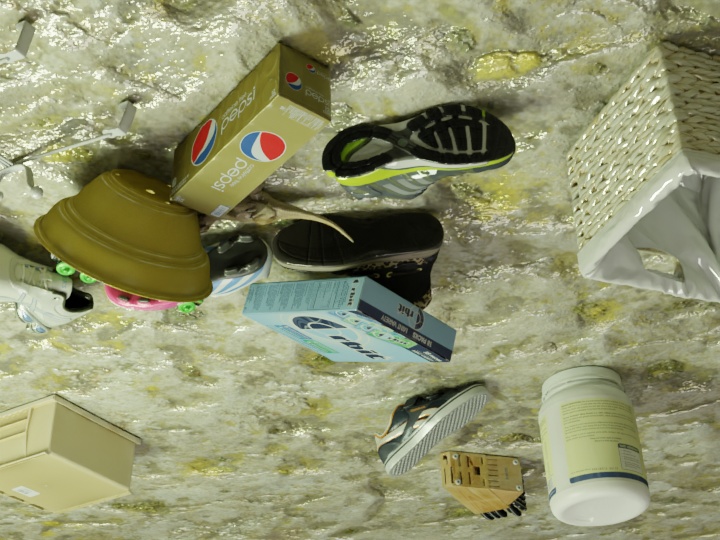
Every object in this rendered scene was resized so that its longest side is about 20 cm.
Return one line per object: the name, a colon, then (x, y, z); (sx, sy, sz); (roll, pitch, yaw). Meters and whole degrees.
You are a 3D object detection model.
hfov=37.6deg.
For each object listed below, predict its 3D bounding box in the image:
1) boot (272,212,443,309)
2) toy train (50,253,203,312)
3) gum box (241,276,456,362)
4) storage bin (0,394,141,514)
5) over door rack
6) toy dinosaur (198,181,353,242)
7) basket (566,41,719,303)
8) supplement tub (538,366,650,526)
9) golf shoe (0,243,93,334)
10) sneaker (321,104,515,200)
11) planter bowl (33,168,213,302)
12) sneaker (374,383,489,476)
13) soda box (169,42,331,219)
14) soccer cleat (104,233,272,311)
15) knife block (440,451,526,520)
boot: (0.000, 0.000, 1.264); (0.197, 0.074, 0.151); (-8, 147, -2)
toy train: (-0.272, 0.000, 1.275); (0.198, 0.042, 0.056); (20, 131, -30)
gum box: (-0.014, 0.062, 1.263); (0.199, 0.045, 0.169); (-3, 154, 45)
storage bin: (-0.490, 0.298, 1.672); (0.197, 0.095, 0.200); (-18, 144, 24)
over door rack: (-0.342, -0.139, 1.026); (0.198, 0.067, 0.148); (-21, 144, 26)
toy dinosaur: (-0.110, -0.070, 1.177); (0.197, 0.059, 0.101); (0, 163, 11)
basket: (0.335, -0.090, 1.059); (0.196, 0.163, 0.200); (9, 145, -18)
supplement tub: (0.340, 0.259, 1.563); (0.143, 0.202, 0.146); (-1, 148, -1)
golf shoe: (-0.390, 0.008, 1.246); (0.096, 0.079, 0.200); (-10, 156, 15)
sneaker: (0.064, -0.116, 1.097); (0.197, 0.075, 0.081); (-4, 155, 17)
planter bowl: (-0.233, -0.051, 1.114); (0.199, 0.201, 0.084); (18, 106, -28)
sneaker: (0.102, 0.223, 1.618); (0.199, 0.080, 0.078); (-39, 145, 9)
soda box: (-0.111, -0.133, 1.048); (0.064, 0.068, 0.199); (22, 140, -33)
soccer cleat: (-0.197, 0.012, 1.248); (0.197, 0.071, 0.086); (-13, 160, -2)
knife block: (0.210, 0.393, 1.889); (0.197, 0.065, 0.176); (8, 145, -16)
